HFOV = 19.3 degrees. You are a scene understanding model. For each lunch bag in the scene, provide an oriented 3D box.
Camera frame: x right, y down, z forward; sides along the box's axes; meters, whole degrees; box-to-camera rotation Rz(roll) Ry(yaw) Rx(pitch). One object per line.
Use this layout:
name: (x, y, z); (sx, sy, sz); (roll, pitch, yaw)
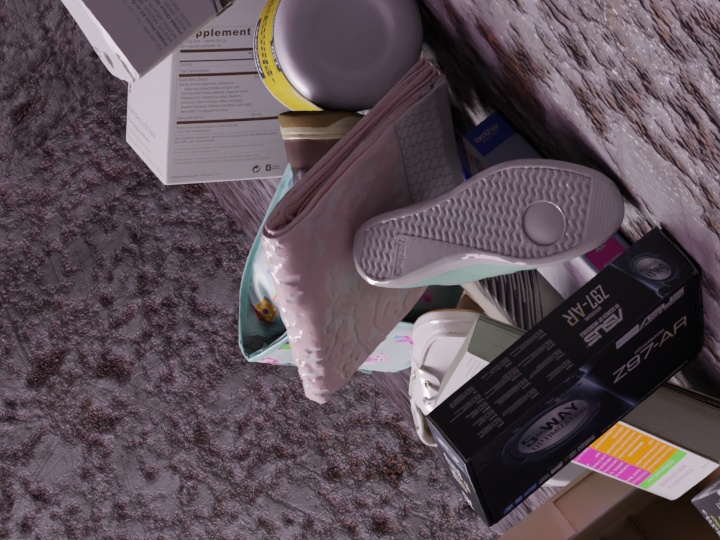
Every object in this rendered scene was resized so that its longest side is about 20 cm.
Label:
lunch bag: (0.000, 0.000, 1.779); (0.169, 0.201, 0.122); (5, -153, -37)

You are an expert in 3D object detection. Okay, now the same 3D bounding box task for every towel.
towel: (0.010, -0.024, 1.523); (0.032, 0.191, 0.201); (29, 152, 30)

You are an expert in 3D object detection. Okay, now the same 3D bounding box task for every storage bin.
storage bin: (0.215, 0.223, 1.733); (0.094, 0.199, 0.199); (51, 174, 25)

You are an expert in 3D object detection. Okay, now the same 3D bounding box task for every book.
book: (0.161, 0.108, 1.571); (0.199, 0.048, 0.134); (21, 155, -1)

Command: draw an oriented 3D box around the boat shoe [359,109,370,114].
boat shoe: (0.026, -0.139, 1.732); (0.201, 0.070, 0.072); (47, 152, 50)

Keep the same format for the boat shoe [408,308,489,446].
boat shoe: (0.076, 0.094, 1.773); (0.200, 0.070, 0.070); (91, -177, -65)

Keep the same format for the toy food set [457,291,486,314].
toy food set: (0.029, 0.012, 1.935); (0.200, 0.060, 0.143); (46, 154, -11)

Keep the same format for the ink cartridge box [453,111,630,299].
ink cartridge box: (0.136, -0.037, 1.559); (0.200, 0.042, 0.120); (46, 169, 28)

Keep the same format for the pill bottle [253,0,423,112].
pill bottle: (-0.023, -0.174, 1.612); (0.112, 0.112, 0.200); (52, 173, -7)

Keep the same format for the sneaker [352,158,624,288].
sneaker: (0.105, -0.035, 1.469); (0.118, 0.199, 0.074); (-7, -94, -61)

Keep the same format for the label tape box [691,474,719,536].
label tape box: (0.312, 0.203, 1.534); (0.144, 0.066, 0.200); (51, 172, 8)

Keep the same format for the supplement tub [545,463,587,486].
supplement tub: (0.165, 0.122, 1.834); (0.132, 0.132, 0.200); (51, 174, 4)

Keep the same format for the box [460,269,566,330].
box: (0.136, 0.011, 1.654); (0.200, 0.082, 0.068); (46, 171, 34)

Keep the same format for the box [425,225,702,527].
box: (0.141, 0.075, 1.423); (0.044, 0.200, 0.160); (48, 172, 23)

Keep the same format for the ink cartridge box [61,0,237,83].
ink cartridge box: (-0.126, -0.237, 1.594); (0.084, 0.200, 0.145); (53, 173, -14)

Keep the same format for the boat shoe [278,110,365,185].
boat shoe: (-0.004, -0.081, 1.562); (0.071, 0.067, 0.201); (6, -179, 24)

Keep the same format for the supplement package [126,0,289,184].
supplement package: (-0.130, -0.191, 1.837); (0.121, 0.119, 0.201); (-136, 46, -58)
